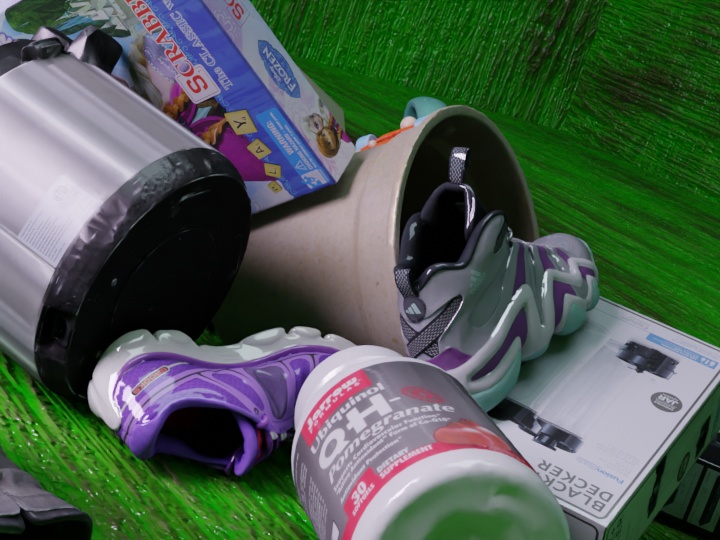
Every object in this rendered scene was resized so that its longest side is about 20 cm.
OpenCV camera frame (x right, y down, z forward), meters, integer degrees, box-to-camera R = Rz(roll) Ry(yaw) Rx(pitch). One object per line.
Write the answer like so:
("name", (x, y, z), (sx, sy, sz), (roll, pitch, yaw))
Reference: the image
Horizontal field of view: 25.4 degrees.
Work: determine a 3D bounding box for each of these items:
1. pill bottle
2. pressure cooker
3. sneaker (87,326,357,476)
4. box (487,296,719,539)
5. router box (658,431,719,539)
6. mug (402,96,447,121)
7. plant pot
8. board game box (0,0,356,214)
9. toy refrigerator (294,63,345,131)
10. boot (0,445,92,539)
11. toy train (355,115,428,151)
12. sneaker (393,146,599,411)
("pill bottle", (0.025, 0.111, 0.830), (0.109, 0.112, 0.200), (15, 12, -19))
("pressure cooker", (-0.185, -0.041, 0.961), (0.199, 0.180, 0.176), (34, 48, 21))
("sneaker", (-0.064, 0.088, 0.937), (0.198, 0.081, 0.084), (0, 37, -38))
("box", (0.141, 0.102, 0.985), (0.116, 0.061, 0.200), (25, 39, 25))
("router box", (0.301, 0.161, 1.182), (0.156, 0.053, 0.200), (22, 12, 11))
("mug", (0.038, -0.030, 1.319), (0.151, 0.187, 0.115), (-26, 23, -3))
("plant pot", (0.000, 0.000, 1.092), (0.182, 0.203, 0.200), (-5, -3, 33))
("board game box", (-0.136, -0.115, 1.035), (0.201, 0.198, 0.041), (52, 42, -23))
("toy refrigerator", (-0.077, -0.124, 1.312), (0.075, 0.071, 0.200), (-9, -15, 16))
("boot", (-0.214, 0.089, 0.669), (0.131, 0.070, 0.199), (34, 22, 35))
("toy train", (-0.034, -0.059, 1.252), (0.198, 0.056, 0.150), (-17, 12, 28))
("sneaker", (0.082, -0.015, 0.982), (0.077, 0.141, 0.200), (-4, 24, 32))
